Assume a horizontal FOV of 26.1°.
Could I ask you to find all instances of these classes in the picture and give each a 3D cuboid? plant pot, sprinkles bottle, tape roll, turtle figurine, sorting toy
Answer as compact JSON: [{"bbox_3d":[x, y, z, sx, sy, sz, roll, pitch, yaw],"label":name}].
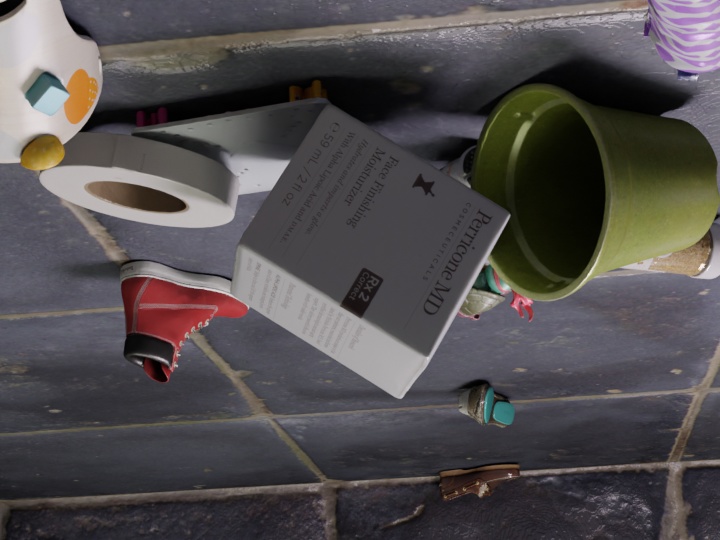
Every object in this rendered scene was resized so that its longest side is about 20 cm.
[{"bbox_3d":[0.238,-0.078,1.488,0.183,0.202,0.200,-4,167,-34],"label":"plant pot"},{"bbox_3d":[0.336,-0.032,1.821,0.198,0.069,0.068,6,162,-24],"label":"sprinkles bottle"},{"bbox_3d":[-0.220,-0.089,1.548,0.201,0.037,0.203,9,167,2],"label":"tape roll"},{"bbox_3d":[0.109,0.000,1.616,0.149,0.101,0.199,33,150,-31],"label":"turtle figurine"},{"bbox_3d":[-0.313,-0.177,1.253,0.198,0.107,0.181,0,144,-7],"label":"sorting toy"}]

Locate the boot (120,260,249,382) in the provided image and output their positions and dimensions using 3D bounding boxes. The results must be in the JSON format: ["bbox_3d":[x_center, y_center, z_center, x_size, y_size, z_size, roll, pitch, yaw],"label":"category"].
[{"bbox_3d":[-0.222,0.077,1.977,0.072,0.145,0.199,-20,158,41],"label":"boot"}]

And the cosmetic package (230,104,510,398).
[{"bbox_3d":[0.005,-0.014,1.447,0.199,0.166,0.165,30,162,3],"label":"cosmetic package"}]

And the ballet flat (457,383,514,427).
[{"bbox_3d":[0.211,0.238,2.718,0.075,0.068,0.200,8,170,22],"label":"ballet flat"}]

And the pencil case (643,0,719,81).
[{"bbox_3d":[0.248,-0.221,1.174,0.085,0.084,0.200,17,168,19],"label":"pencil case"}]

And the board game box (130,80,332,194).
[{"bbox_3d":[-0.095,-0.126,1.526,0.198,0.026,0.200,-7,163,17],"label":"board game box"}]

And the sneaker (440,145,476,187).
[{"bbox_3d":[0.163,-0.082,1.648,0.199,0.074,0.080,20,158,-32],"label":"sneaker"}]

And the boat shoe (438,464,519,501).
[{"bbox_3d":[0.271,0.481,3.507,0.199,0.071,0.070,-14,159,30],"label":"boat shoe"}]

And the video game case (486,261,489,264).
[{"bbox_3d":[0.068,-0.027,1.773,0.198,0.026,0.181,4,178,1],"label":"video game case"}]
